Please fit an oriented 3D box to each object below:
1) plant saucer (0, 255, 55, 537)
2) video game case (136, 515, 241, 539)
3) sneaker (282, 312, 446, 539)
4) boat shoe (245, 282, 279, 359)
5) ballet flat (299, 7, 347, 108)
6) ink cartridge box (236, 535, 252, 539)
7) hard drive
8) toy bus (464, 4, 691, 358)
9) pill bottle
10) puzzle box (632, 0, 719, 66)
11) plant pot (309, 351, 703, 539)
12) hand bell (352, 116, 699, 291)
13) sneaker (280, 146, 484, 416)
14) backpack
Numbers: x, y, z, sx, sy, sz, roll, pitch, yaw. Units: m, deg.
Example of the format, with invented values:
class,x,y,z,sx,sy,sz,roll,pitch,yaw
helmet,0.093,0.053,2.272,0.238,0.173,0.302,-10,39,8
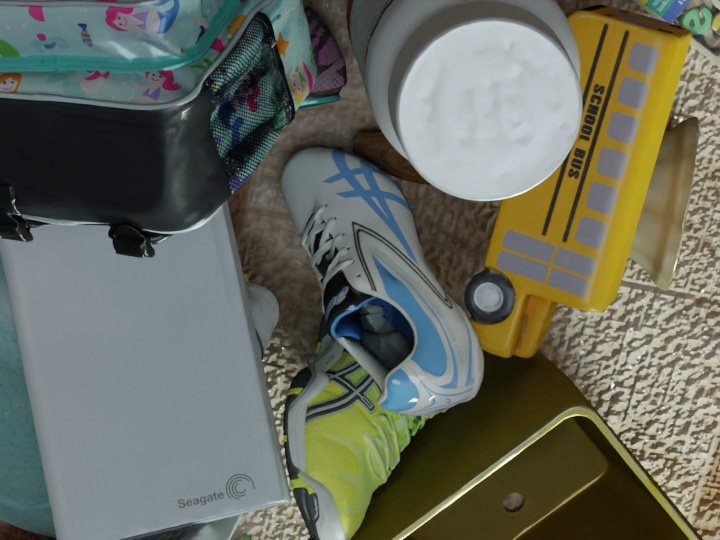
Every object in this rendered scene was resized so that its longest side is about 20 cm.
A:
class,x,y,z,sx,sy,sz,roll,pitch,yaw
plant saucer,-0.201,0.087,1.300,0.200,0.039,0.202,12,124,19
video game case,-0.152,0.185,1.305,0.181,0.200,0.024,-31,94,7
sneaker,0.007,0.076,1.272,0.076,0.201,0.076,-4,132,18
boat shoe,-0.125,0.053,1.324,0.201,0.086,0.075,-28,106,37
ballet flat,-0.108,-0.104,1.276,0.199,0.069,0.072,-19,93,-2
ink cartridge box,-0.055,0.286,1.420,0.117,0.067,0.200,-38,109,9
hard drive,-0.123,0.045,1.224,0.131,0.027,0.201,-14,82,7
toy bus,0.119,-0.047,1.235,0.078,0.065,0.201,18,104,13
pill bottle,0.053,-0.111,1.129,0.109,0.200,0.110,-2,111,-5
puzzle box,0.219,-0.235,1.272,0.133,0.025,0.200,33,104,-15
plant pot,0.088,0.157,1.321,0.200,0.177,0.200,-37,116,9
hand bell,0.094,-0.057,1.307,0.199,0.104,0.105,11,110,3
sneaker,0.000,0.000,1.255,0.072,0.200,0.072,-2,134,-36
backpack,-0.118,-0.118,1.153,0.176,0.200,0.152,5,119,23
